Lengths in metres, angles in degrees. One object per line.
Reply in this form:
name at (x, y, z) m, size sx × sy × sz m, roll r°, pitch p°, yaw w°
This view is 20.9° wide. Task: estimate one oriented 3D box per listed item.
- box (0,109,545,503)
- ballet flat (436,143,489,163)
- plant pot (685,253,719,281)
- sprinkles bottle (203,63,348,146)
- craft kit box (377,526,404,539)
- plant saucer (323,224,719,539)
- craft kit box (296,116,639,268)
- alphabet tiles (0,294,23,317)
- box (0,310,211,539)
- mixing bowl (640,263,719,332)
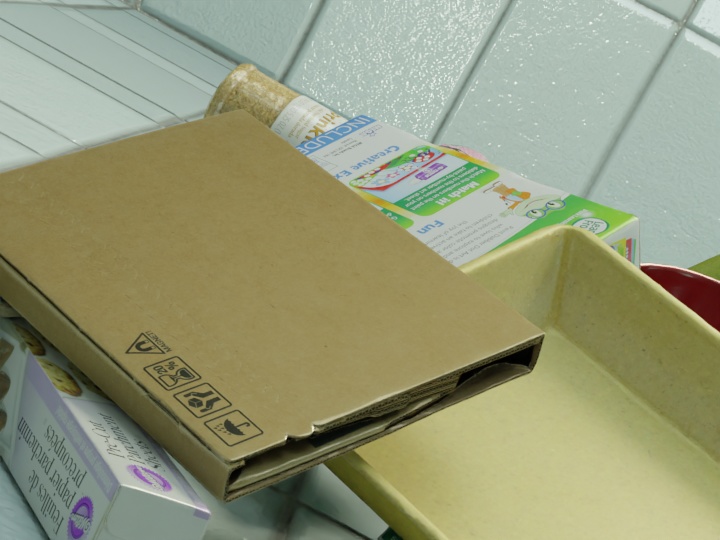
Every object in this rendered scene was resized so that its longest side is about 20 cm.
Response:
box at (-0.050, 0.004, 0.779) m, size 0.163 × 0.021 × 0.200 m, roll -19°, pitch 43°, yaw -37°
ballet flat at (0.077, 0.025, 1.103) m, size 0.069 × 0.201 × 0.071 m, roll -11°, pitch 3°, yaw 41°
plant pot at (0.245, 0.061, 1.192) m, size 0.187 × 0.200 × 0.187 m, roll 44°, pitch 18°, yaw -19°
sprinkles bottle at (-0.016, -0.073, 1.386) m, size 0.199 × 0.068 × 0.068 m, roll 30°, pitch 8°, yaw 12°
craft kit box at (0.132, 0.125, 0.823) m, size 0.199 × 0.049 × 0.197 m, roll 31°, pitch 37°, yaw 15°
plant saucer at (0.086, 0.080, 0.786) m, size 0.199 × 0.049 × 0.200 m, roll -23°, pitch 52°, yaw -40°
craft kit box at (0.000, 0.000, 0.960) m, size 0.200 × 0.049 × 0.197 m, roll -29°, pitch 34°, yaw -34°
alphabet tiles at (-0.242, -0.023, 0.774) m, size 0.200 × 0.008 × 0.167 m, roll 29°, pitch 17°, yaw 34°
box at (-0.113, 0.058, 0.739) m, size 0.041 × 0.039 × 0.200 m, roll 21°, pitch 11°, yaw -31°
mixing bowl at (0.167, 0.106, 1.039) m, size 0.199 × 0.109 × 0.201 m, roll 19°, pitch 43°, yaw -19°
